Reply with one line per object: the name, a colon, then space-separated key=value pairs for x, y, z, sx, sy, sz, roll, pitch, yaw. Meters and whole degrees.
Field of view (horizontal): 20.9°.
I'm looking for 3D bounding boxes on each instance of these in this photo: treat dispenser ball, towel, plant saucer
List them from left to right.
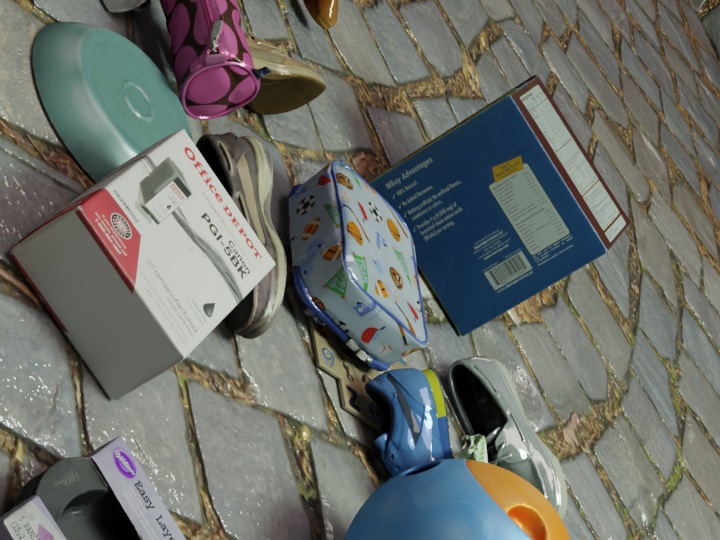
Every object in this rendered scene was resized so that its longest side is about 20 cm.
plant saucer: x=-0.208 y=-0.143 z=1.730 sx=0.200 sy=0.036 sz=0.200 roll=44 pitch=28 yaw=-30
treat dispenser ball: x=0.081 y=0.257 z=1.617 sx=0.201 sy=0.200 sz=0.201 roll=44 pitch=27 yaw=-30
towel: x=0.121 y=0.233 z=1.838 sx=0.200 sy=0.023 sz=0.153 roll=-15 pitch=92 yaw=-86

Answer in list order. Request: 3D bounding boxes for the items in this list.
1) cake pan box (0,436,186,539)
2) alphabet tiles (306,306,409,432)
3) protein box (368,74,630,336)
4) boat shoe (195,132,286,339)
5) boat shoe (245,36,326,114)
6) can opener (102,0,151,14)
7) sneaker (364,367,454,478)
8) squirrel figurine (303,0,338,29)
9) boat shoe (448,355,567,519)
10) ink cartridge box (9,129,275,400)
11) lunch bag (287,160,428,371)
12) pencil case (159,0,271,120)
cake pan box: x=-0.172 y=0.227 z=1.344 sx=0.201 sy=0.052 sz=0.184 roll=59 pitch=21 yaw=-1
alphabet tiles: x=0.000 y=0.073 z=1.920 sx=0.166 sy=0.006 sz=0.201 roll=35 pitch=33 yaw=-42
protein box: x=0.154 y=-0.073 z=2.156 sx=0.201 sy=0.198 sz=0.135 roll=58 pitch=23 yaw=-2
boat shoe: x=-0.119 y=-0.033 z=1.737 sx=0.073 sy=0.074 sz=0.201 roll=14 pitch=54 yaw=-37
boat shoe: x=-0.105 y=-0.207 z=1.963 sx=0.200 sy=0.071 sz=0.065 roll=9 pitch=53 yaw=-58
can opener: x=-0.261 y=-0.332 z=1.854 sx=0.201 sy=0.053 sz=0.067 roll=59 pitch=-9 yaw=2
sneaker: x=0.051 y=0.191 z=1.833 sx=0.078 sy=0.066 sz=0.201 roll=-9 pitch=78 yaw=-23
squirrel figurine: x=-0.099 y=-0.383 z=2.151 sx=0.186 sy=0.142 sz=0.200 roll=-2 pitch=48 yaw=-52
boat shoe: x=0.144 y=0.179 z=2.016 sx=0.071 sy=0.070 sz=0.201 roll=5 pitch=52 yaw=-49
ink cartridge box: x=-0.170 y=-0.010 z=1.569 sx=0.147 sy=0.083 sz=0.200 roll=55 pitch=28 yaw=-9
lunch bag: x=0.000 y=0.000 z=1.909 sx=0.160 sy=0.075 sz=0.201 roll=44 pitch=26 yaw=-34
pencil case: x=-0.149 y=-0.245 z=1.841 sx=0.094 sy=0.090 sz=0.201 roll=71 pitch=1 yaw=-59
